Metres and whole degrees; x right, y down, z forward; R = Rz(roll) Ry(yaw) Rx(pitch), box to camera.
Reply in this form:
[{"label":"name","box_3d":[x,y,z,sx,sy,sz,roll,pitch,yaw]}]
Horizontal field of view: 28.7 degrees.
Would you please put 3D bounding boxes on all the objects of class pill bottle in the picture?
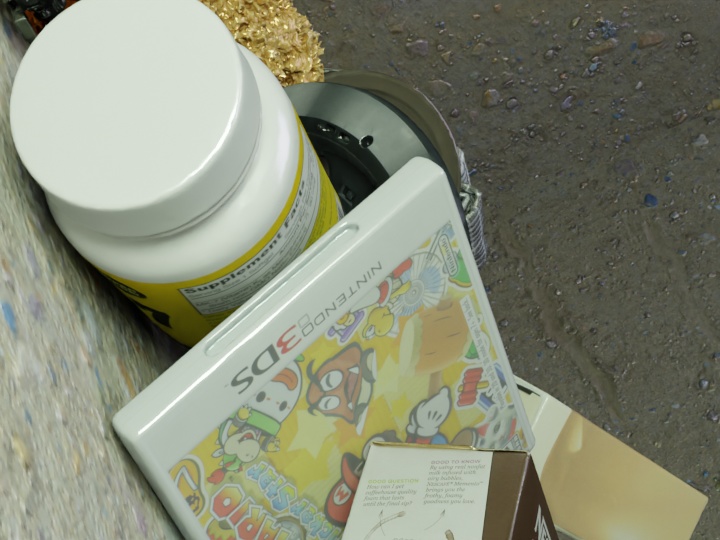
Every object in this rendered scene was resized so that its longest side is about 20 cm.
[{"label":"pill bottle","box_3d":[-0.074,-0.037,0.628,0.200,0.113,0.115,62,8,-69]}]

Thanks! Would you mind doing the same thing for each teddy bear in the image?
[{"label":"teddy bear","box_3d":[-0.070,-0.153,0.839,0.144,0.067,0.202,-8,77,-42]}]

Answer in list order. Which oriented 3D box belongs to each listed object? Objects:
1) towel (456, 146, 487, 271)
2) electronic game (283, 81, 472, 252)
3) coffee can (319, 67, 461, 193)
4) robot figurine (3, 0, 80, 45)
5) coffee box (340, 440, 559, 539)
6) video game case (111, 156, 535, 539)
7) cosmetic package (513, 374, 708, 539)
[{"label":"towel","box_3d":[0.010,-0.015,1.201,0.166,0.198,0.086,67,3,-72]},{"label":"electronic game","box_3d":[-0.023,0.000,0.758,0.041,0.199,0.202,-5,72,-51]},{"label":"coffee can","box_3d":[-0.028,-0.072,1.008,0.200,0.145,0.148,-148,-145,-72]},{"label":"robot figurine","box_3d":[-0.145,-0.162,0.672,0.200,0.058,0.146,66,4,-62]},{"label":"coffee box","box_3d":[0.030,0.188,0.605,0.115,0.079,0.201,68,31,-43]},{"label":"video game case","box_3d":[-0.004,0.076,0.655,0.023,0.182,0.201,31,-26,42]},{"label":"cosmetic package","box_3d":[0.131,0.131,0.932,0.199,0.072,0.105,33,-5,-41]}]
